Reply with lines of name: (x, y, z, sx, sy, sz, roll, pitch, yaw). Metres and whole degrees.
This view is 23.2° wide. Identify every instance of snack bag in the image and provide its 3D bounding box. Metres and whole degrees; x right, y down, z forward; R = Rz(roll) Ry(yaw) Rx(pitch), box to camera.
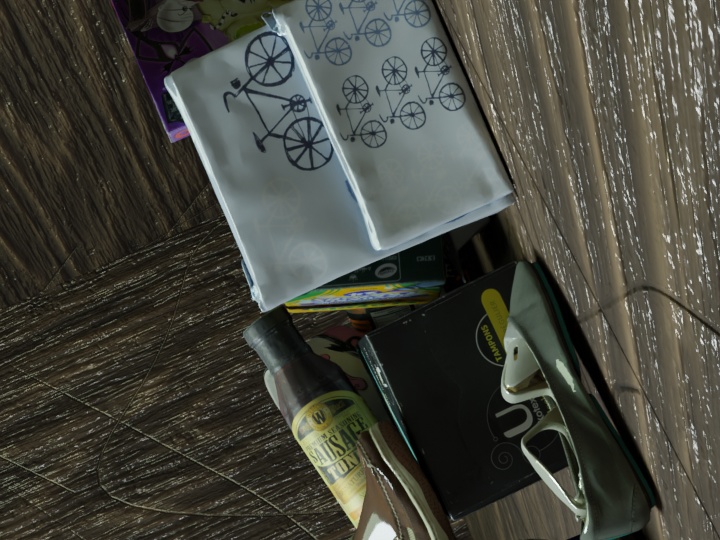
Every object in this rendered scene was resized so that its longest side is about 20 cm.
snack bag: (-0.020, -0.094, 1.188, 0.189, 0.199, 0.021, 67, -168, 1)

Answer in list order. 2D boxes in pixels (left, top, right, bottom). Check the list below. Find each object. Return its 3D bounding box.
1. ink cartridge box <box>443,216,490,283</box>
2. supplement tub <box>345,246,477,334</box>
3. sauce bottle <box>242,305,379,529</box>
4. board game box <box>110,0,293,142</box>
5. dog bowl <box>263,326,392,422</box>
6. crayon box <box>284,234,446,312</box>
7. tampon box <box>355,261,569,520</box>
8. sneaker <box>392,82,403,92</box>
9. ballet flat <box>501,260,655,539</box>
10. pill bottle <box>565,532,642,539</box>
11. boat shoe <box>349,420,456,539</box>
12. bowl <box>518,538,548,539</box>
ink cartridge box: (0.053, -0.098, 1.342, 0.099, 0.039, 0.201, -120, 9, -66)
supplement tub: (0.048, 0.025, 1.571, 0.123, 0.122, 0.201, -124, 11, -75)
sauce bottle: (-0.023, 0.121, 1.389, 0.200, 0.066, 0.066, 53, 175, 7)
board game box: (-0.066, -0.184, 1.247, 0.032, 0.199, 0.120, 93, 153, -81)
dog bowl: (0.011, 0.131, 1.526, 0.200, 0.074, 0.200, 39, 162, 16)
crayon box: (0.000, 0.000, 1.391, 0.200, 0.125, 0.052, 88, 177, -85)
tampon box: (0.086, 0.092, 1.336, 0.150, 0.126, 0.200, 64, 176, 3)
sneaker: (0.023, -0.060, 1.269, 0.099, 0.071, 0.200, 59, 147, 6)
ballet flat: (0.127, 0.086, 1.161, 0.067, 0.064, 0.200, 74, 172, -68)
pill bottle: (0.119, 0.265, 1.260, 0.112, 0.199, 0.112, 160, 90, -81)
boat shoe: (0.027, 0.194, 1.277, 0.075, 0.075, 0.203, 58, 175, 49)
bowl: (0.170, 0.285, 1.389, 0.201, 0.094, 0.201, 47, -159, -24)
